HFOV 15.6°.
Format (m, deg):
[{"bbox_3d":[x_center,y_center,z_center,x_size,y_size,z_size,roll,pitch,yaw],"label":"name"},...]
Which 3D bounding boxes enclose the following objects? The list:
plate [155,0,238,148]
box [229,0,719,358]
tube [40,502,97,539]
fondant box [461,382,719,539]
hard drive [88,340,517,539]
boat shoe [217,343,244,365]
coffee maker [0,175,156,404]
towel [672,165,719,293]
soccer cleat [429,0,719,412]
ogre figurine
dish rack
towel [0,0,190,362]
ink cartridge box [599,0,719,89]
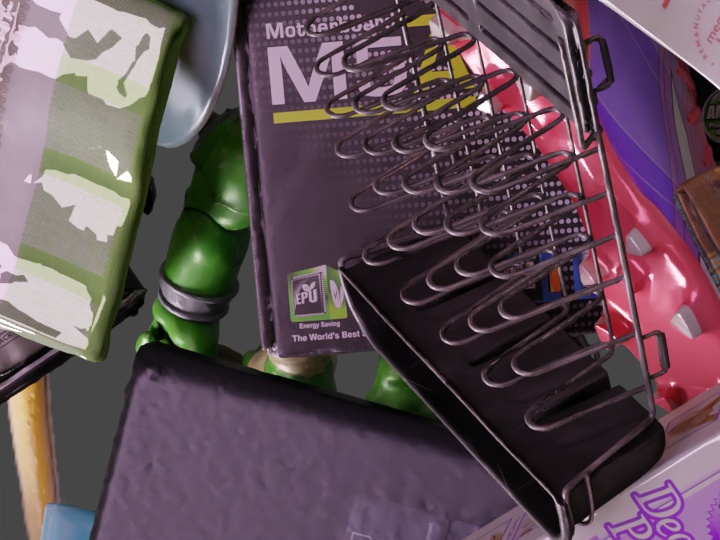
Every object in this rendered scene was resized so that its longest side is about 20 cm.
[{"bbox_3d":[-0.091,-0.146,0.993,0.200,0.025,0.202,173,90,-67],"label":"plate"},{"bbox_3d":[0.054,-0.073,0.953,0.198,0.048,0.195,-4,99,3],"label":"box"},{"bbox_3d":[-0.035,0.135,1.034,0.198,0.051,0.078,4,57,7],"label":"tube"},{"bbox_3d":[0.095,0.145,0.900,0.199,0.058,0.145,-34,96,24],"label":"fondant box"},{"bbox_3d":[-0.006,0.120,0.989,0.199,0.033,0.141,15,94,8],"label":"hard drive"},{"bbox_3d":[-0.033,0.123,1.099,0.201,0.073,0.065,59,159,20],"label":"boat shoe"},{"bbox_3d":[-0.199,-0.038,1.103,0.201,0.134,0.192,58,147,-7],"label":"coffee maker"},{"bbox_3d":[0.206,0.036,0.866,0.201,0.146,0.022,63,158,13],"label":"towel"},{"bbox_3d":[0.101,-0.035,0.905,0.201,0.076,0.067,57,154,-12],"label":"soccer cleat"},{"bbox_3d":[0.000,0.000,1.038,0.199,0.098,0.121,22,122,45],"label":"ogre figurine"},{"bbox_3d":[0.034,-0.030,0.834,0.153,0.054,0.201,44,156,48],"label":"dish rack"},{"bbox_3d":[-0.171,-0.060,0.971,0.199,0.031,0.150,20,115,12],"label":"towel"},{"bbox_3d":[0.151,-0.120,0.833,0.068,0.199,0.116,40,120,25],"label":"ink cartridge box"}]
